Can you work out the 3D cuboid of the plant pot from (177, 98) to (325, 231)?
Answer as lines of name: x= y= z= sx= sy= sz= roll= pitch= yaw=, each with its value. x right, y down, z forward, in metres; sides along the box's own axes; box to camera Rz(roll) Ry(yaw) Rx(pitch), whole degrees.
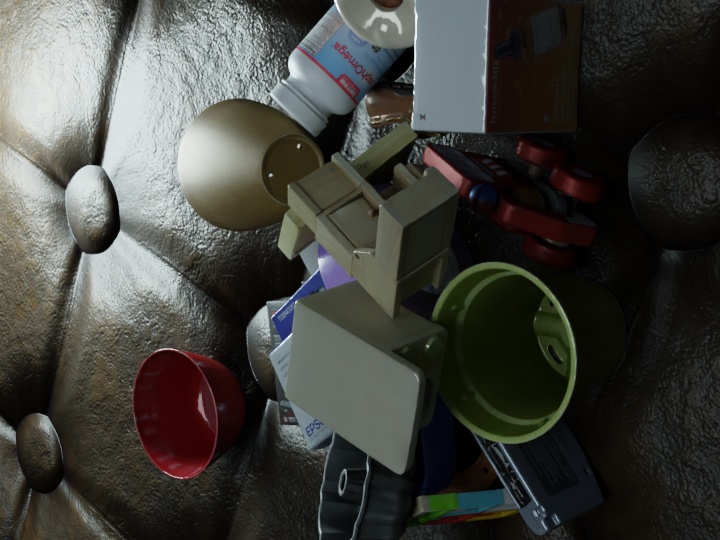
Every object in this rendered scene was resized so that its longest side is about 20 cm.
plant pot: x=-0.130 y=-0.140 z=1.626 sx=0.200 sy=0.184 sz=0.189 roll=-167 pitch=75 yaw=-64

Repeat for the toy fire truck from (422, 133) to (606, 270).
toy fire truck: x=0.177 y=-0.087 z=1.401 sx=0.200 sy=0.166 sz=0.113 roll=52 pitch=129 yaw=52

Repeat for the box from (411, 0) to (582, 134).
box: x=0.160 y=-0.236 z=1.394 sx=0.106 sy=0.199 sz=0.154 roll=9 pitch=102 yaw=39

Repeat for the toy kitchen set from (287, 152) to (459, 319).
toy kitchen set: x=0.040 y=-0.099 z=1.358 sx=0.200 sy=0.162 sz=0.181 roll=47 pitch=156 yaw=24

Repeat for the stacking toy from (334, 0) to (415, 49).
stacking toy: x=0.063 y=-0.372 z=1.473 sx=0.145 sy=0.200 sz=0.147 roll=14 pitch=127 yaw=19

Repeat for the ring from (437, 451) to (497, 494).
ring: x=0.119 y=0.202 z=1.607 sx=0.199 sy=0.019 sz=0.203 roll=7 pitch=100 yaw=42

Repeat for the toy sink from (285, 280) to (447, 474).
toy sink: x=0.023 y=0.117 z=1.374 sx=0.199 sy=0.111 sz=0.132 roll=28 pitch=122 yaw=38

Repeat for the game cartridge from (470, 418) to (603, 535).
game cartridge: x=0.206 y=0.211 z=1.455 sx=0.042 sy=0.132 sz=0.201 roll=-45 pitch=66 yaw=35

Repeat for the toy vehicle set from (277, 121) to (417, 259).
toy vehicle set: x=-0.018 y=-0.100 z=1.528 sx=0.027 sy=0.199 sz=0.124 roll=49 pitch=162 yaw=8

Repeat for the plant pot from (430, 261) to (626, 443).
plant pot: x=0.210 y=0.081 z=1.401 sx=0.199 sy=0.183 sz=0.203 roll=7 pitch=101 yaw=40

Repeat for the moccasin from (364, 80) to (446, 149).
moccasin: x=0.084 y=-0.199 z=1.550 sx=0.200 sy=0.073 sz=0.079 roll=10 pitch=108 yaw=39

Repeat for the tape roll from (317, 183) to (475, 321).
tape roll: x=0.049 y=-0.004 z=1.521 sx=0.085 sy=0.199 sz=0.201 roll=-41 pitch=69 yaw=36

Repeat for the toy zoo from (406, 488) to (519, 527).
toy zoo: x=0.144 y=0.291 z=1.490 sx=0.131 sy=0.198 sz=0.021 roll=133 pitch=133 yaw=-62

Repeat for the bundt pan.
bundt pan: x=0.012 y=0.263 z=1.465 sx=0.202 sy=0.075 sz=0.204 roll=-168 pitch=90 yaw=-76

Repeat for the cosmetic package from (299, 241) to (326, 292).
cosmetic package: x=0.000 y=0.000 z=1.624 sx=0.081 sy=0.112 sz=0.201 roll=-41 pitch=68 yaw=38

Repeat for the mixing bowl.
mixing bowl: x=-0.250 y=0.214 z=1.872 sx=0.199 sy=0.108 sz=0.203 roll=6 pitch=98 yaw=41

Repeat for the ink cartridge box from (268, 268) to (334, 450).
ink cartridge box: x=-0.043 y=0.102 z=1.573 sx=0.196 sy=0.043 sz=0.201 roll=-45 pitch=65 yaw=41

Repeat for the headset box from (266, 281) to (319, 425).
headset box: x=-0.051 y=0.115 z=1.706 sx=0.148 sy=0.075 sz=0.203 roll=-3 pitch=93 yaw=42

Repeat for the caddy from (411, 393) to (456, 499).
caddy: x=0.044 y=0.219 z=1.591 sx=0.140 sy=0.104 sz=0.203 roll=-6 pitch=92 yaw=42

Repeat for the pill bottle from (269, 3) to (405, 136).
pill bottle: x=-0.022 y=-0.275 z=1.558 sx=0.200 sy=0.109 sz=0.109 roll=-49 pitch=61 yaw=1
